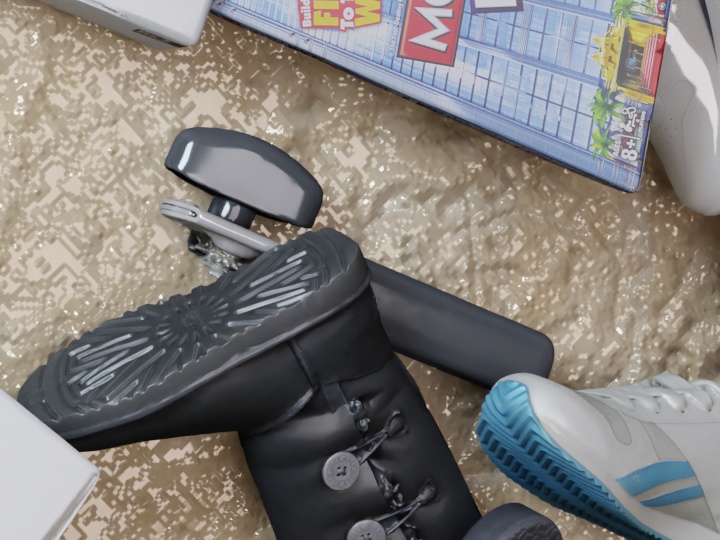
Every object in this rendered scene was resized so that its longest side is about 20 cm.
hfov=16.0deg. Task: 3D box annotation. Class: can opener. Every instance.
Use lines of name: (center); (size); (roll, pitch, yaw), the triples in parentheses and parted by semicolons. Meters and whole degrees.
can opener: (0.000, 0.000, 1.160); (0.200, 0.053, 0.067); (27, 85, -19)

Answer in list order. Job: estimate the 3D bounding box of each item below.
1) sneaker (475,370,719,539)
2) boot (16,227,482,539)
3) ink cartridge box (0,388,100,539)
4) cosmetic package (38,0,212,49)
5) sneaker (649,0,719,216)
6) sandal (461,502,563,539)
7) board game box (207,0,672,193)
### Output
sneaker: (0.131, 0.081, 1.187); (0.200, 0.076, 0.081); (29, 80, -41)
boot: (-0.039, 0.101, 1.137); (0.165, 0.066, 0.200); (-24, 121, -1)
ink cartridge box: (-0.200, 0.058, 1.015); (0.145, 0.200, 0.084); (41, 80, -17)
cosmetic package: (-0.090, -0.205, 1.110); (0.102, 0.074, 0.200); (22, 87, -19)
sneaker: (0.128, -0.119, 1.196); (0.080, 0.076, 0.200); (-15, 91, -9)
sandal: (0.071, 0.189, 1.180); (0.076, 0.043, 0.200); (-27, 125, -35)
board game box: (0.039, -0.149, 1.130); (0.200, 0.062, 0.200); (9, 93, -2)
